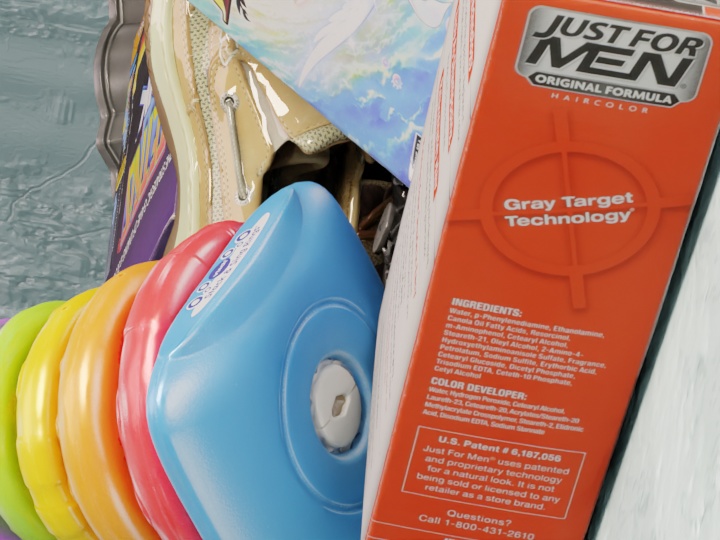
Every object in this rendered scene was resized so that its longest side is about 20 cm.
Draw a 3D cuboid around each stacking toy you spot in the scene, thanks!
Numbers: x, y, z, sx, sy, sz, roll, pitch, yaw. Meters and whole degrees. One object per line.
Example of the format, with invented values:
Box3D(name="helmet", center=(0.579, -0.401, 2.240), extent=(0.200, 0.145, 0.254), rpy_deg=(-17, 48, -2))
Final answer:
Box3D(name="stacking toy", center=(-0.086, 0.048, 0.905), extent=(0.110, 0.199, 0.116), rpy_deg=(63, -141, -26))

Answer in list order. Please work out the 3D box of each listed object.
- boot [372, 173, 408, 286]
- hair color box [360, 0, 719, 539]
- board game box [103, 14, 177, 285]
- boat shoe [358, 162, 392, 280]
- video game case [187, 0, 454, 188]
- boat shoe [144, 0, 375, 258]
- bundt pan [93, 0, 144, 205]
Box3D(name="boot", center=(0.031, -0.021, 1.024), extent=(0.165, 0.065, 0.201), rpy_deg=(106, 169, -69))
Box3D(name="hair color box", center=(0.046, -0.020, 0.771), extent=(0.102, 0.061, 0.201), rpy_deg=(-85, 5, -47))
Box3D(name="board game box", center=(-0.058, -0.055, 1.178), extent=(0.200, 0.056, 0.166), rpy_deg=(123, 156, -65))
Box3D(name="boat shoe", center=(0.000, 0.000, 1.115), extent=(0.200, 0.072, 0.072), rpy_deg=(-85, -28, -62))
Box3D(name="video game case", center=(0.013, -0.133, 0.855), extent=(0.181, 0.045, 0.201), rpy_deg=(42, 136, 33))
Box3D(name="boat shoe", center=(-0.022, -0.046, 0.987), extent=(0.076, 0.071, 0.201), rpy_deg=(-2, 91, 51))
Box3D(name="bundt pan", center=(-0.039, -0.073, 1.461), extent=(0.202, 0.076, 0.203), rpy_deg=(17, -111, -54))
